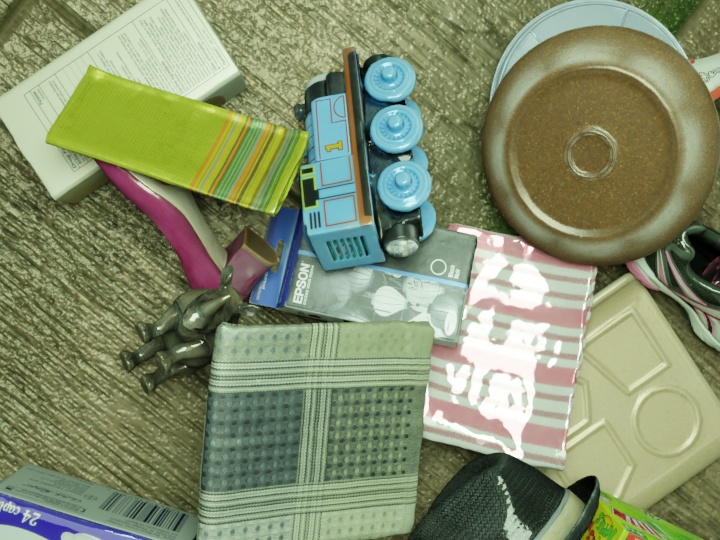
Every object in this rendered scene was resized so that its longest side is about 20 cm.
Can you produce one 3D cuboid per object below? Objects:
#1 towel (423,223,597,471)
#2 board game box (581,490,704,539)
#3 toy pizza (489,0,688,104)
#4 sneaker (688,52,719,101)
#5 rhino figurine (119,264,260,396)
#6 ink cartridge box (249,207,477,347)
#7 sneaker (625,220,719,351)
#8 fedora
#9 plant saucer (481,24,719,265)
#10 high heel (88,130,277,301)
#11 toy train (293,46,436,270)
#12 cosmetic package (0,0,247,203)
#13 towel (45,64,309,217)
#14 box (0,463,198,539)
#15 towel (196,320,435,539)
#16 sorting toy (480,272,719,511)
[{"bbox_3d":[0.128,0.064,0.778,0.144,0.030,0.203,10,77,13],"label":"towel"},{"bbox_3d":[0.281,0.263,0.763,0.198,0.102,0.048,27,96,-11],"label":"board game box"},{"bbox_3d":[0.217,-0.150,0.812,0.197,0.032,0.204,0,91,-2],"label":"toy pizza"},{"bbox_3d":[0.237,-0.170,0.763,0.200,0.067,0.109,-31,94,1],"label":"sneaker"},{"bbox_3d":[-0.140,0.048,0.728,0.087,0.200,0.060,-27,84,-31],"label":"rhino figurine"},{"bbox_3d":[0.000,0.000,0.780,0.197,0.039,0.101,10,79,9],"label":"ink cartridge box"},{"bbox_3d":[0.328,0.020,0.772,0.198,0.086,0.081,28,81,-15],"label":"sneaker"},{"bbox_3d":[0.103,0.217,0.725,0.092,0.201,0.201,44,89,8],"label":"fedora"},{"bbox_3d":[0.193,-0.098,0.720,0.198,0.037,0.203,6,107,21],"label":"plant saucer"},{"bbox_3d":[-0.174,-0.034,0.759,0.200,0.068,0.096,41,115,-18],"label":"high heel"},{"bbox_3d":[0.001,-0.100,0.751,0.112,0.087,0.203,-8,64,5],"label":"toy train"},{"bbox_3d":[-0.212,-0.158,0.781,0.199,0.071,0.106,-33,91,-1],"label":"cosmetic package"},{"bbox_3d":[-0.146,-0.107,0.702,0.197,0.018,0.087,18,57,4],"label":"towel"},{"bbox_3d":[-0.255,0.301,0.765,0.181,0.105,0.203,17,90,-1],"label":"box"},{"bbox_3d":[-0.034,0.134,0.712,0.197,0.034,0.196,2,98,-26],"label":"towel"},{"bbox_3d":[0.231,0.131,0.815,0.184,0.036,0.201,-34,95,-1],"label":"sorting toy"}]
